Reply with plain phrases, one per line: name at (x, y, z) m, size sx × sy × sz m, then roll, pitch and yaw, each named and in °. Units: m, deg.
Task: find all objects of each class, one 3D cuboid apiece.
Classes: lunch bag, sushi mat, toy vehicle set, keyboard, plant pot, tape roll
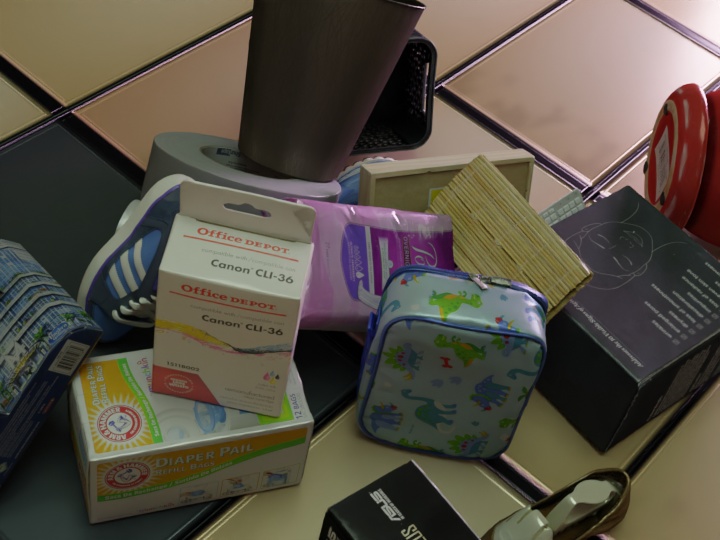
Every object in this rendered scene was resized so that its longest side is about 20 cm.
lunch bag at (0.079, 0.086, 1.092) m, size 0.160 × 0.200 × 0.083 m, roll 9°, pitch 47°, yaw -3°
sushi mat at (0.140, -0.025, 1.171) m, size 0.012 × 0.096 × 0.200 m, roll 29°, pitch 19°, yaw -49°
toy vehicle set at (0.090, -0.060, 1.268) m, size 0.199 × 0.125 × 0.027 m, roll -8°, pitch 28°, yaw -25°
keyboard at (0.171, -0.016, 1.275) m, size 0.200 × 0.011 × 0.056 m, roll -33°, pitch 105°, yaw -20°
plant pot at (0.433, -0.120, 1.357) m, size 0.182 × 0.201 × 0.201 m, roll 8°, pitch 47°, yaw -1°
tape roll at (-0.124, -0.082, 1.227) m, size 0.199 × 0.066 × 0.200 m, roll 15°, pitch 15°, yaw -4°

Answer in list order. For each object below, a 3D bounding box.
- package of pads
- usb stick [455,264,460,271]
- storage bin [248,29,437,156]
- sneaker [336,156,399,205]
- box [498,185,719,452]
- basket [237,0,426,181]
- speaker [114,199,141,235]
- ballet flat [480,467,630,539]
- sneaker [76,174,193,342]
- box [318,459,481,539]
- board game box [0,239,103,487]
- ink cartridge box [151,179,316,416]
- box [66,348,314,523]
package of pads at (0.000, 0.000, 1.147) m, size 0.199 × 0.076 × 0.121 m, roll 5°, pitch 78°, yaw -36°
usb stick at (0.105, 0.008, 1.271) m, size 0.199 × 0.056 × 0.033 m, roll -14°, pitch 16°, yaw -23°
storage bin at (-0.022, -0.212, 1.365) m, size 0.199 × 0.136 × 0.094 m, roll -7°, pitch 30°, yaw -18°
sneaker at (0.053, -0.072, 1.312) m, size 0.199 × 0.079 × 0.089 m, roll -5°, pitch 47°, yaw -16°
box at (0.264, 0.044, 1.222) m, size 0.196 × 0.124 × 0.200 m, roll -25°, pitch 57°, yaw -31°
basket at (-0.048, -0.206, 1.225) m, size 0.180 × 0.201 × 0.136 m, roll 16°, pitch 18°, yaw -11°
speaker at (-0.151, -0.006, 1.207) m, size 0.199 × 0.081 × 0.081 m, roll 18°, pitch 47°, yaw 4°
ballet flat at (0.173, 0.231, 1.070) m, size 0.199 × 0.072 × 0.068 m, roll -21°, pitch 56°, yaw -28°
sneaker at (-0.178, 0.025, 1.098) m, size 0.080 × 0.200 × 0.147 m, roll 12°, pitch 30°, yaw -50°
box at (0.039, 0.275, 0.914) m, size 0.086 × 0.200 × 0.164 m, roll -24°, pitch 58°, yaw -30°
board game box at (-0.351, 0.075, 1.046) m, size 0.200 × 0.062 × 0.200 m, roll 37°, pitch 96°, yaw 33°
ink cartridge box at (-0.106, 0.027, 0.966) m, size 0.116 × 0.200 × 0.068 m, roll 11°, pitch 46°, yaw -1°
box at (-0.155, 0.138, 1.061) m, size 0.199 × 0.102 × 0.113 m, roll -7°, pitch 50°, yaw -18°
